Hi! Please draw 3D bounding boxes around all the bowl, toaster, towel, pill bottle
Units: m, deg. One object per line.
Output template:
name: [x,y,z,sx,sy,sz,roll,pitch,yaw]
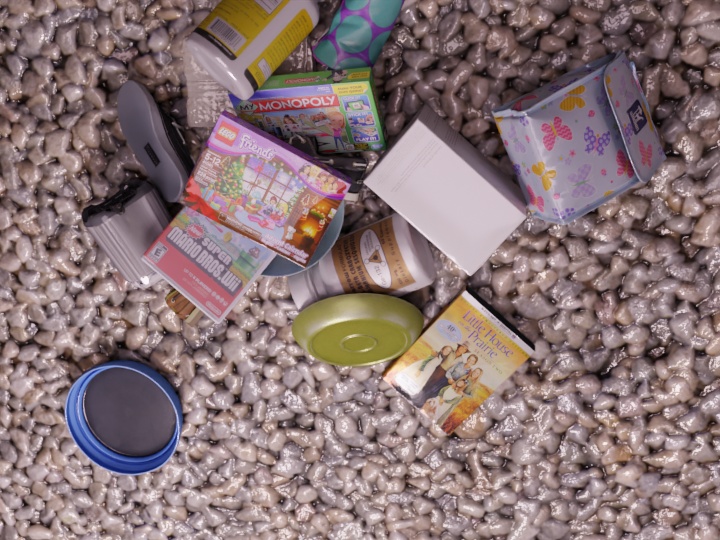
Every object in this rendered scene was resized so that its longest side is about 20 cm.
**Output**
bowl: [-0.389,0.242,1.582,0.198,0.039,0.203,3,109,9]
toaster: [-0.327,-0.055,1.396,0.113,0.200,0.130,-36,108,-16]
towel: [-0.158,-0.274,1.373,0.198,0.035,0.134,1,107,9]
pill bottle: [-0.123,-0.331,1.247,0.111,0.111,0.200,43,83,-7]
pill bottle: [0.000,0.000,1.396,0.198,0.114,0.115,-23,104,16]

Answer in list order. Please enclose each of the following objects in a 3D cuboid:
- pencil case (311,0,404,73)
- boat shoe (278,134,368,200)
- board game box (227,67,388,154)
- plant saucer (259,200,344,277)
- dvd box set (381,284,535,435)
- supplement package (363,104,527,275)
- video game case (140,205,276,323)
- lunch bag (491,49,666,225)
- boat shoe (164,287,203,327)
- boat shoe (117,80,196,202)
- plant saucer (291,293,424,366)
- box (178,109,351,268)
pencil case: [0.006,-0.358,1.290,0.092,0.085,0.201,22,111,-13]
boat shoe: [-0.086,-0.163,1.341,0.198,0.072,0.068,20,107,-7]
board game box: [-0.070,-0.216,1.325,0.198,0.029,0.135,-2,146,13]
plant saucer: [-0.121,-0.084,1.397,0.199,0.039,0.203,-1,75,3]
dvd box set: [0.149,0.140,1.465,0.146,0.029,0.200,41,110,-6]
supplement package: [0.122,-0.114,1.334,0.200,0.121,0.120,40,110,-5]
video game case: [-0.190,-0.047,1.339,0.143,0.017,0.200,40,80,-7]
lunch bag: [0.304,-0.181,1.274,0.199,0.127,0.171,-27,106,-13]
boat shoe: [-0.230,-0.001,1.456,0.068,0.072,0.200,38,110,-6]
boat shoe: [-0.289,-0.191,1.403,0.074,0.068,0.200,-42,73,30]
plant saucer: [-0.003,0.096,1.409,0.198,0.031,0.201,-3,148,-2]
box: [-0.130,-0.110,1.300,0.199,0.039,0.138,27,107,-9]
